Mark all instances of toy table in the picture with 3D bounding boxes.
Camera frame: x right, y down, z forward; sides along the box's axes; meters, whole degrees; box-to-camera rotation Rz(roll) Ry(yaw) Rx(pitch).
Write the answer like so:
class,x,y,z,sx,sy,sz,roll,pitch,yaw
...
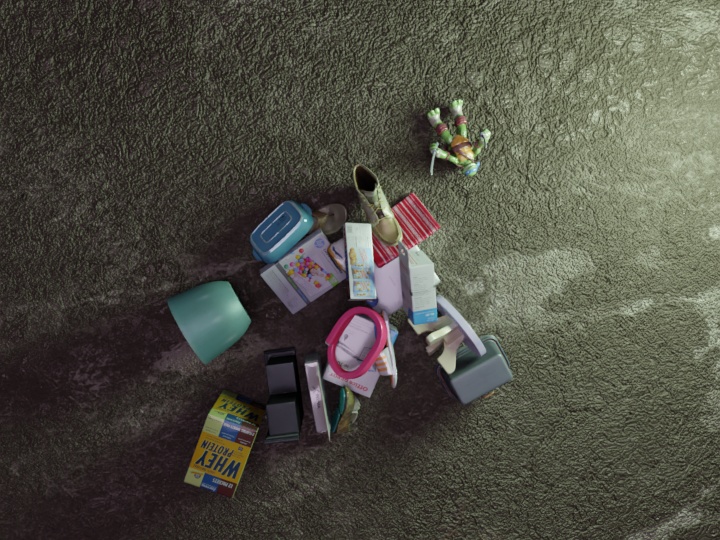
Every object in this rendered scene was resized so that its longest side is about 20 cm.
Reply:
class,x,y,z,sx,sy,sz,roll,pitch,yaw
toy table,0.228,0.175,1.654,0.117,0.184,0.200,-36,60,-6

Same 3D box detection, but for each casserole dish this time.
class,x,y,z,sx,sy,sz,roll,pitch,yaw
casserole dish,-0.217,-0.109,1.634,0.200,0.039,0.121,-43,59,1

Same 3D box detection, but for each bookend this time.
class,x,y,z,sx,sy,sz,roll,pitch,yaw
bookend,-0.214,0.331,1.646,0.092,0.200,0.199,-7,98,-1

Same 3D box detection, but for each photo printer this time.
class,x,y,z,sx,sy,sz,roll,pitch,yaw
photo printer,0.092,0.018,1.678,0.200,0.069,0.167,-33,96,3

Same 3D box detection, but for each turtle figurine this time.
class,x,y,z,sx,sy,sz,roll,pitch,yaw
turtle figurine,0.251,-0.348,1.586,0.144,0.200,0.194,-32,72,34

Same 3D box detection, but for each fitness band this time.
class,x,y,z,sx,sy,sz,roll,pitch,yaw
fitness band,-0.014,0.188,1.600,0.144,0.037,0.200,40,105,30

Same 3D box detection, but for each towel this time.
class,x,y,z,sx,sy,sz,roll,pitch,yaw
towel,0.096,-0.109,1.646,0.200,0.022,0.145,-34,58,2

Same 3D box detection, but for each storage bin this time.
class,x,y,z,sx,sy,sz,roll,pitch,yaw
storage bin,0.323,0.290,1.685,0.200,0.134,0.146,-29,97,3

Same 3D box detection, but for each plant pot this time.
class,x,y,z,sx,sy,sz,roll,pitch,yaw
plant pot,-0.389,0.122,1.626,0.161,0.201,0.201,-30,97,-11

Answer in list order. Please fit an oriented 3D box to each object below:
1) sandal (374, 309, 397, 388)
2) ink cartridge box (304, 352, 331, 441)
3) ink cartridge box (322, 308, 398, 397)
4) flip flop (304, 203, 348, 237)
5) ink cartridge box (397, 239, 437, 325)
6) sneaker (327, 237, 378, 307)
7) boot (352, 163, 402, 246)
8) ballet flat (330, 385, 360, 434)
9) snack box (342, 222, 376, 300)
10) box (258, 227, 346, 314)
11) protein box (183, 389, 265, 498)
class,x,y,z,sx,sy,sz,roll,pitch,yaw
sandal,0.056,0.208,1.618,0.059,0.079,0.207,-9,89,-1
ink cartridge box,-0.116,0.342,1.662,0.043,0.174,0.200,-9,97,0
ink cartridge box,-0.001,0.226,1.695,0.146,0.086,0.200,22,94,-4
flip flop,-0.131,-0.130,1.660,0.200,0.058,0.081,-11,93,3
ink cartridge box,0.146,0.024,1.577,0.067,0.116,0.200,-9,110,-7
sneaker,0.000,0.000,1.609,0.088,0.075,0.200,-35,94,-10
boot,0.041,-0.166,1.582,0.072,0.155,0.200,-27,72,-1
ballet flat,-0.035,0.383,1.690,0.071,0.071,0.200,13,131,-3
snack box,-0.003,-0.023,1.571,0.072,0.024,0.200,1,76,-21
box,-0.148,0.004,1.662,0.200,0.041,0.156,-34,118,2
protein box,-0.360,0.462,1.658,0.135,0.200,0.199,20,96,-4
